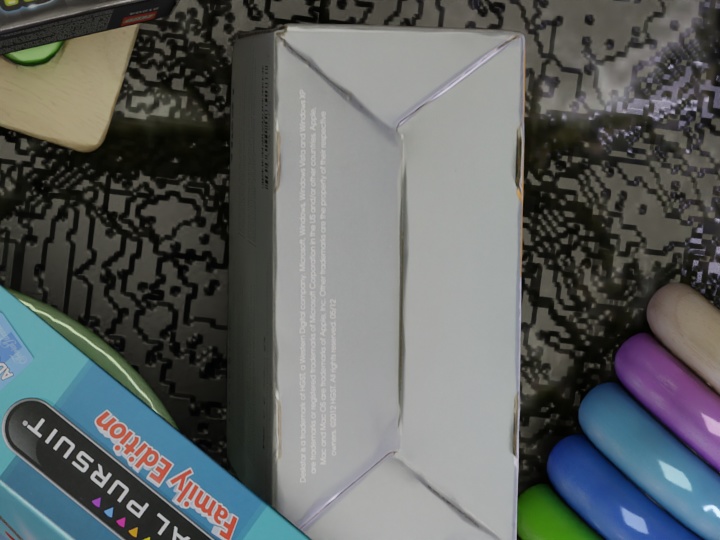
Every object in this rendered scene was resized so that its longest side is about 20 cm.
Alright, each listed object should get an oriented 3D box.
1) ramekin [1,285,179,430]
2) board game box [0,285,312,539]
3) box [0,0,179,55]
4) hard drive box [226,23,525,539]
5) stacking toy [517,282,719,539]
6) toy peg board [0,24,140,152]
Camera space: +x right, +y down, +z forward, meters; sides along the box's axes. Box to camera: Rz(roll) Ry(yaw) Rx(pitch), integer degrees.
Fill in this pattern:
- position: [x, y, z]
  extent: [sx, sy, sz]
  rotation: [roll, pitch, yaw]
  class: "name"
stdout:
- position: [-0.149, 0.098, 1.016]
  extent: [0.198, 0.098, 0.202]
  rotation: [0, 94, -6]
  class: "ramekin"
- position: [-0.085, 0.075, 0.892]
  extent: [0.200, 0.151, 0.047]
  rotation: [39, 70, -7]
  class: "board game box"
- position: [-0.164, -0.112, 0.934]
  extent: [0.199, 0.035, 0.111]
  rotation: [-15, 85, -12]
  class: "box"
- position: [0.000, 0.000, 0.974]
  extent: [0.076, 0.200, 0.157]
  rotation: [1, 94, -7]
  class: "hard drive box"
- position: [0.079, 0.105, 1.054]
  extent: [0.085, 0.085, 0.200]
  rotation: [38, 94, -7]
  class: "stacking toy"
- position: [-0.151, -0.162, 1.000]
  extent: [0.199, 0.098, 0.200]
  rotation: [18, 92, -7]
  class: "toy peg board"
